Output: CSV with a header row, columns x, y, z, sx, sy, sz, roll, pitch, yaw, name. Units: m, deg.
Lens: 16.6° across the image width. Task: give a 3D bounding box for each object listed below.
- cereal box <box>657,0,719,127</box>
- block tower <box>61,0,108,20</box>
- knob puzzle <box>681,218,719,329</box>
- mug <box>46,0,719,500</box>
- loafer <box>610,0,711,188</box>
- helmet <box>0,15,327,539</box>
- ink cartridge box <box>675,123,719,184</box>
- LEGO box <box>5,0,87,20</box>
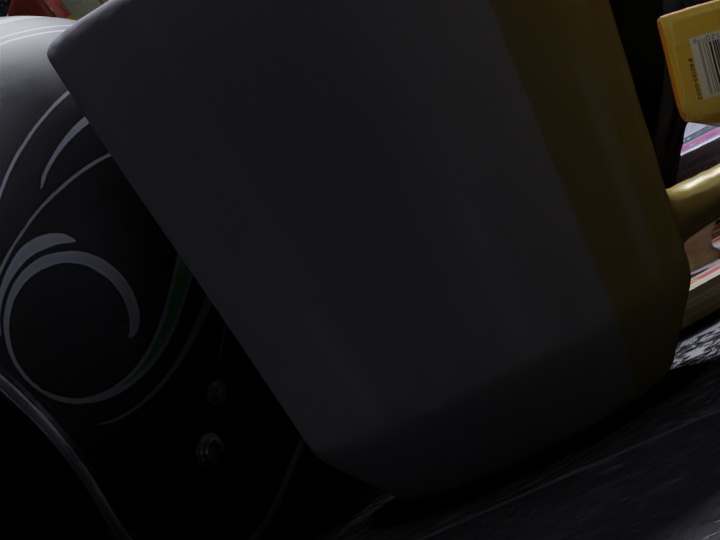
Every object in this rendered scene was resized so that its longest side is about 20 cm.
x,y,z,sx,sy,sz,roll,pitch,yaw,name
0.190,-0.081,0.824,0.144,0.040,0.200,-16,-3,18,cereal box
-0.014,-0.121,0.878,0.200,0.058,0.054,-27,-19,-36,block tower
0.135,-0.024,0.848,0.219,0.031,0.220,-26,2,1,knob puzzle
0.030,-0.031,0.662,0.186,0.153,0.149,-25,2,21,mug
0.088,-0.059,0.915,0.070,0.068,0.201,-31,-26,-40,loafer
-0.097,0.018,0.773,0.200,0.200,0.191,-24,20,38,helmet
0.186,-0.062,1.042,0.119,0.042,0.200,-25,1,12,ink cartridge box
-0.048,-0.073,0.962,0.200,0.077,0.149,-27,-20,-36,LEGO box
